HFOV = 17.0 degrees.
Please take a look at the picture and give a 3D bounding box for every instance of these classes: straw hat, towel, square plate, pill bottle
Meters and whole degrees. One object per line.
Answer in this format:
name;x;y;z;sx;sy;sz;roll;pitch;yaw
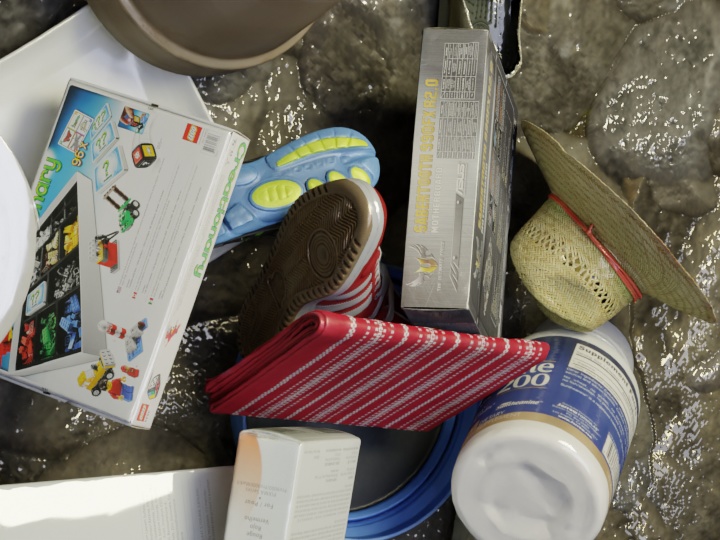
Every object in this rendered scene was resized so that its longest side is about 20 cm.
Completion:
straw hat;0.156;-0.006;1.736;0.085;0.201;0.201;-43;113;-3
towel;0.010;0.068;1.631;0.199;0.144;0.023;8;61;-37
square plate;-0.188;-0.065;1.626;0.200;0.028;0.199;-34;109;-21
pill bottle;0.139;0.111;1.723;0.111;0.111;0.200;63;26;-18

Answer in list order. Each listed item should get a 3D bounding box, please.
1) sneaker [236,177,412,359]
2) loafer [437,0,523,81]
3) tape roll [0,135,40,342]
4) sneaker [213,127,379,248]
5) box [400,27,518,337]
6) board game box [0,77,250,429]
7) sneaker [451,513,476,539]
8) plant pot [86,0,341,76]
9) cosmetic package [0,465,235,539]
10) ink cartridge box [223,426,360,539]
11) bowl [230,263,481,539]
sneaker;0.000;0.000;1.613;0.112;0.200;0.072;-7;62;-30
loafer;0.094;-0.224;1.734;0.075;0.070;0.201;-8;99;-27
tape roll;-0.309;-0.027;1.486;0.202;0.139;0.204;-3;100;-17
sneaker;-0.084;-0.043;1.625;0.199;0.083;0.071;-12;72;-13
box;0.070;-0.046;1.669;0.048;0.158;0.201;1;74;12
board game box;-0.163;-0.012;1.564;0.201;0.126;0.035;-70;160;-2
sneaker;0.099;0.236;1.782;0.084;0.075;0.201;27;82;-23
plant pot;-0.067;-0.235;1.574;0.199;0.173;0.201;2;86;-35
cosmetic package;-0.186;0.179;1.599;0.199;0.113;0.082;0;79;-29
ink cartridge box;-0.054;0.206;1.614;0.050;0.162;0.201;12;90;15
bowl;-0.003;0.093;1.734;0.200;0.039;0.202;-3;97;-27
